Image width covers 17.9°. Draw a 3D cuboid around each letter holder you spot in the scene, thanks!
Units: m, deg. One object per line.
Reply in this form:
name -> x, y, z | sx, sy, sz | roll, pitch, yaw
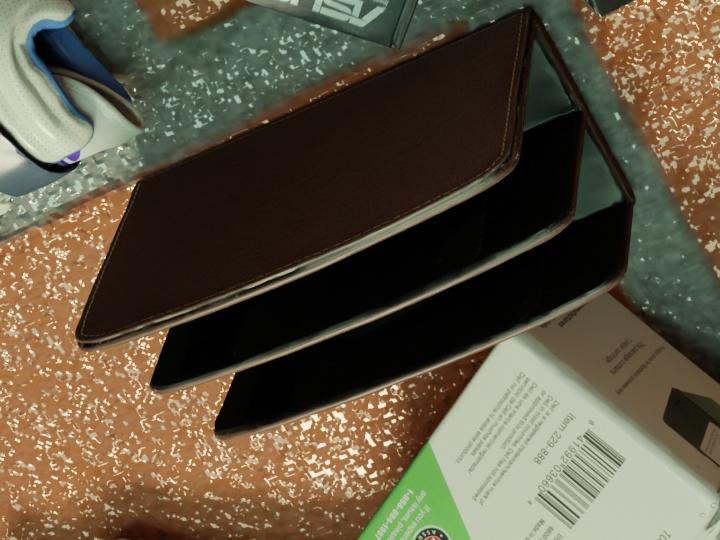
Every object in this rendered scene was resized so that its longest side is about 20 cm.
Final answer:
letter holder -> 0.000, 0.000, 0.936 | 0.199, 0.142, 0.101 | -22, 115, 21

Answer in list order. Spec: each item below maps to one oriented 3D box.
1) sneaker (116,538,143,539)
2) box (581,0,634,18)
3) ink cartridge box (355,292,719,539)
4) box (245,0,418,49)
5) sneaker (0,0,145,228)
sneaker -> -0.085, 0.166, 1.096 | 0.199, 0.075, 0.081 | -13, 109, 16
box -> 0.112, -0.215, 0.814 | 0.157, 0.050, 0.201 | -26, 115, 0
ink cartridge box -> 0.119, 0.124, 0.989 | 0.200, 0.084, 0.146 | 40, 121, 9
box -> -0.052, -0.192, 0.883 | 0.199, 0.049, 0.162 | 18, 123, -4
sneaker -> -0.161, -0.032, 0.978 | 0.146, 0.081, 0.201 | -1, 115, 15
